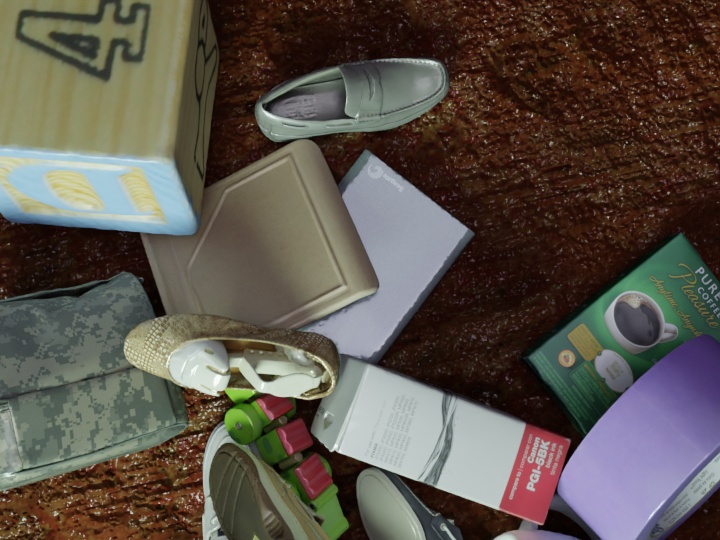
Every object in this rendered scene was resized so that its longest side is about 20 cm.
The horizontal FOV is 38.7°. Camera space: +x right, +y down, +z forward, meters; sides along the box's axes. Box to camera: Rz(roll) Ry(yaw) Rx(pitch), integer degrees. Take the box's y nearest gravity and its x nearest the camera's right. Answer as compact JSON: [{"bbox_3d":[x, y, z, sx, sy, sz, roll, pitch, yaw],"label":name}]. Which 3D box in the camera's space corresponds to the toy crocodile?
[{"bbox_3d":[-0.071,0.170,0.982,0.062,0.067,0.201,-31,86,42],"label":"toy crocodile"}]

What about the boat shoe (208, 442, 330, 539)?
[{"bbox_3d":[-0.067,0.229,0.912,0.200,0.076,0.072,49,120,43],"label":"boat shoe"}]

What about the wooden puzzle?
[{"bbox_3d":[-0.101,-0.014,0.998,0.199,0.037,0.186,-24,64,1],"label":"wooden puzzle"}]

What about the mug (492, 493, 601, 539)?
[{"bbox_3d":[0.192,0.299,0.941,0.175,0.148,0.201,31,43,-13],"label":"mug"}]

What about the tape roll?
[{"bbox_3d":[0.276,0.159,0.914,0.200,0.200,0.085,-42,62,-3],"label":"tape roll"}]

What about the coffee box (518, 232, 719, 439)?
[{"bbox_3d":[0.272,0.070,1.013,0.200,0.044,0.123,-39,89,-3],"label":"coffee box"}]

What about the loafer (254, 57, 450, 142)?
[{"bbox_3d":[-0.007,-0.172,1.019,0.198,0.070,0.071,-16,85,-2],"label":"loafer"}]

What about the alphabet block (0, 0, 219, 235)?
[{"bbox_3d":[-0.242,-0.161,0.941,0.194,0.196,0.202,5,73,-2],"label":"alphabet block"}]

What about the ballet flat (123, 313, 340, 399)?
[{"bbox_3d":[-0.107,0.081,0.909,0.198,0.065,0.071,3,119,-21],"label":"ballet flat"}]

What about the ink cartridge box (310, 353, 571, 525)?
[{"bbox_3d":[0.068,0.149,0.939,0.199,0.147,0.084,21,85,-11],"label":"ink cartridge box"}]

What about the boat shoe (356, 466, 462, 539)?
[{"bbox_3d":[0.069,0.272,1.001,0.063,0.073,0.201,-26,77,-45],"label":"boat shoe"}]

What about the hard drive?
[{"bbox_3d":[0.000,0.000,1.024,0.139,0.033,0.201,37,86,3],"label":"hard drive"}]

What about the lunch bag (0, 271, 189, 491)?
[{"bbox_3d":[-0.272,0.096,0.939,0.199,0.139,0.169,-12,81,-34],"label":"lunch bag"}]

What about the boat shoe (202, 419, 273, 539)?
[{"bbox_3d":[-0.120,0.244,0.985,0.070,0.070,0.202,1,84,-1],"label":"boat shoe"}]
